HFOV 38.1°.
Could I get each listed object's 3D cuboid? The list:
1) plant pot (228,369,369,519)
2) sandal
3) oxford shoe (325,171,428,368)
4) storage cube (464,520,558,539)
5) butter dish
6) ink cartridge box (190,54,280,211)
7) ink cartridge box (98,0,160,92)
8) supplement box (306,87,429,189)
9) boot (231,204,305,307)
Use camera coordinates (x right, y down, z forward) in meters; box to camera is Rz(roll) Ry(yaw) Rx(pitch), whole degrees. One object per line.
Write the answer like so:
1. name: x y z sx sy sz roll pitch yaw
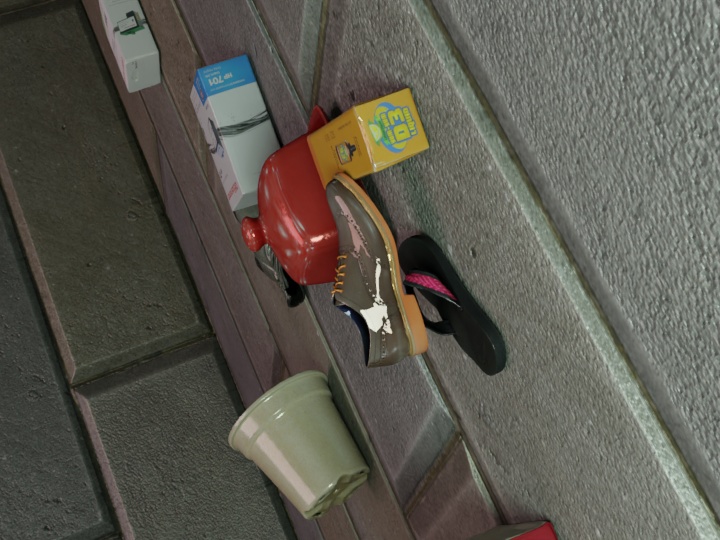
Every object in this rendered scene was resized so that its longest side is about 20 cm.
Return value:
1. plant pot: -0.087 0.301 1.732 0.184 0.200 0.201 51 158 22
2. sandal: 0.078 0.032 1.046 0.200 0.045 0.076 -126 22 -46
3. oxford shoe: 0.000 0.000 1.045 0.201 0.072 0.071 67 166 4
4. storage cube: 0.128 0.370 1.054 0.200 0.170 0.181 121 129 -71
5. butter dish: -0.074 -0.064 1.266 0.200 0.147 0.201 113 135 -67
6. ink cartridge box: -0.185 -0.207 1.600 0.146 0.085 0.202 150 101 -74
7. ink cartridge box: -0.531 -0.535 2.400 0.146 0.084 0.201 114 135 -69
8. supplement box: 0.003 -0.131 1.071 0.200 0.068 0.067 179 70 -76
9. boot: -0.141 -0.044 1.703 0.131 0.067 0.201 47 161 49
